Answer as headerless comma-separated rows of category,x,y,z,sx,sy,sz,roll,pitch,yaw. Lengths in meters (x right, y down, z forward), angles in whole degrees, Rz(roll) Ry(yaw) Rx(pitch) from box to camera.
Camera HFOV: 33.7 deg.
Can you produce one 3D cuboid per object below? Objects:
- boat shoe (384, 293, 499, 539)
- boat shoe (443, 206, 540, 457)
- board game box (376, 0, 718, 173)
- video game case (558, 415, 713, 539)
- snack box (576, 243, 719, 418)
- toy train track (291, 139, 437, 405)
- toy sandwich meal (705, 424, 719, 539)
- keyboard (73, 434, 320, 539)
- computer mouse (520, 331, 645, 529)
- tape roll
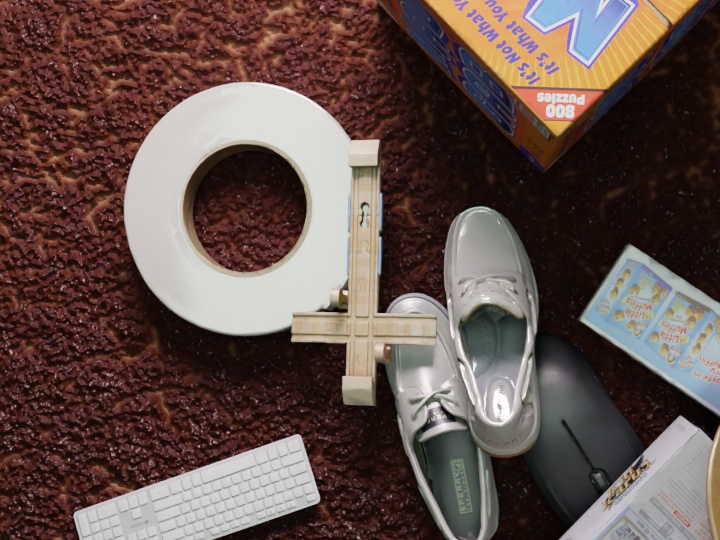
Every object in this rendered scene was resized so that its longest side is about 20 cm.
boat shoe,0.060,0.115,0.911,0.071,0.066,0.202,-11,86,6
boat shoe,0.100,0.032,0.883,0.070,0.069,0.202,-10,63,7
board game box,0.138,-0.220,0.851,0.200,0.200,0.200,-44,84,3
video game case,0.243,0.241,0.874,0.200,0.045,0.181,44,91,-8
snack box,0.269,0.065,0.912,0.199,0.024,0.072,35,92,6
toy train track,0.000,0.000,0.898,0.113,0.033,0.203,0,84,13
toy sandwich meal,0.326,0.171,0.821,0.203,0.070,0.208,8,71,-25
keyboard,-0.132,0.190,0.955,0.198,0.011,0.057,-20,85,4
computer mouse,0.173,0.134,0.905,0.138,0.053,0.201,-38,84,4
tape roll,-0.088,-0.047,0.949,0.200,0.037,0.205,0,86,6
